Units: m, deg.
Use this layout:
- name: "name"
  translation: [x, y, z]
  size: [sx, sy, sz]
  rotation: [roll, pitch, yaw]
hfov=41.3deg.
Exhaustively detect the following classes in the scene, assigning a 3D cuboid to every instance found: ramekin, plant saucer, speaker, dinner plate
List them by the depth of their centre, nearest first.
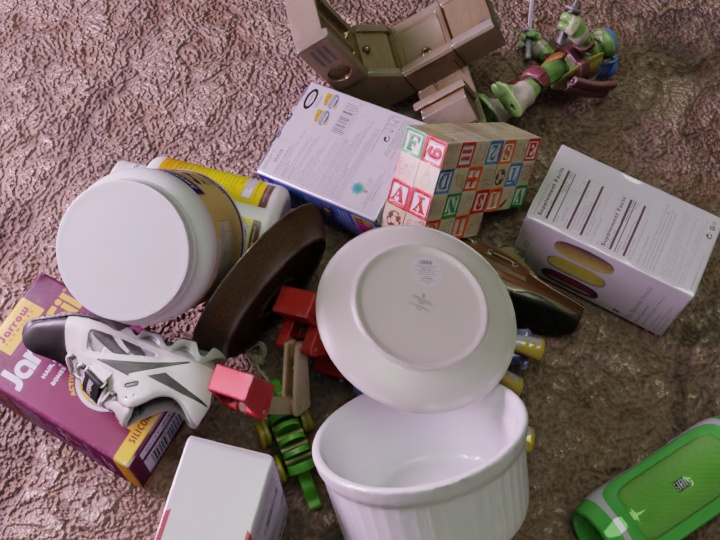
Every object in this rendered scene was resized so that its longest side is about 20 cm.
- name: "ramekin"
  translation: [0.061, 0.185, 0.876]
  size: [0.198, 0.201, 0.099]
  rotation: [-16, 110, -10]
- name: "dinner plate"
  translation: [0.056, 0.037, 0.904]
  size: [0.197, 0.024, 0.203]
  rotation: [6, 58, -10]
- name: "speaker"
  translation: [0.319, 0.230, 0.986]
  size: [0.198, 0.089, 0.089]
  rotation: [-28, 69, -15]
- name: "plant saucer"
  translation: [-0.098, 0.020, 0.997]
  size: [0.034, 0.201, 0.200]
  rotation: [39, 69, 11]

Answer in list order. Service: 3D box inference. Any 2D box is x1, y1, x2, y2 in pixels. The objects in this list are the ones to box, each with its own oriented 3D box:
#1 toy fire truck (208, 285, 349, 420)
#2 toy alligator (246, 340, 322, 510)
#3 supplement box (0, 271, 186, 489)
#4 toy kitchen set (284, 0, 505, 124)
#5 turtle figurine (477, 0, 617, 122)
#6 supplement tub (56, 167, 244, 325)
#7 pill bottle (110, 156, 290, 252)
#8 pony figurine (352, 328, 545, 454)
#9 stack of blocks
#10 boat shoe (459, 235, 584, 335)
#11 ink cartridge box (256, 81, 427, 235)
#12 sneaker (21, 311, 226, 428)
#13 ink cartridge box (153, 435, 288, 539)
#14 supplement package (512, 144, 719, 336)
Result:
- name: "toy fire truck"
  translation: [-0.063, 0.095, 0.978]
  size: [0.048, 0.200, 0.143]
  rotation: [11, 73, 31]
- name: "toy alligator"
  translation: [-0.084, 0.155, 1.014]
  size: [0.059, 0.054, 0.202]
  rotation: [-19, 67, -12]
- name: "supplement box"
  translation: [-0.278, 0.114, 0.995]
  size: [0.198, 0.104, 0.132]
  rotation: [27, 67, 10]
- name: "toy kitchen set"
  translation: [0.053, -0.252, 1.105]
  size: [0.198, 0.180, 0.165]
  rotation: [-25, 63, 20]
- name: "turtle figurine"
  translation: [0.222, -0.283, 1.191]
  size: [0.193, 0.201, 0.143]
  rotation: [-40, 38, -15]
- name: "supplement tub"
  translation: [-0.199, -0.026, 0.928]
  size: [0.143, 0.200, 0.148]
  rotation: [0, 95, 5]
- name: "pill bottle"
  translation: [-0.185, -0.063, 1.080]
  size: [0.197, 0.110, 0.111]
  rotation: [15, 65, 3]
- name: "pony figurine"
  translation: [0.093, 0.090, 1.017]
  size: [0.197, 0.166, 0.196]
  rotation: [15, 72, -13]
- name: "stack of blocks"
  translation: [0.117, -0.102, 1.077]
  size: [0.058, 0.117, 0.199]
  rotation: [29, 26, 33]
- name: "boat shoe"
  translation: [0.162, 0.006, 1.088]
  size: [0.198, 0.076, 0.074]
  rotation: [23, 62, 7]
- name: "ink cartridge box"
  translation: [-0.027, -0.131, 1.117]
  size: [0.198, 0.077, 0.137]
  rotation: [24, 73, 22]
- name: "sneaker"
  translation: [-0.234, 0.099, 0.907]
  size: [0.197, 0.074, 0.090]
  rotation: [12, 63, 2]
- name: "ink cartridge box"
  translation: [-0.129, 0.258, 0.885]
  size: [0.083, 0.201, 0.146]
  rotation: [13, 64, 7]
- name: "supplement package"
  translation: [0.287, -0.033, 1.091]
  size: [0.198, 0.114, 0.110]
  rotation: [26, 65, 10]
